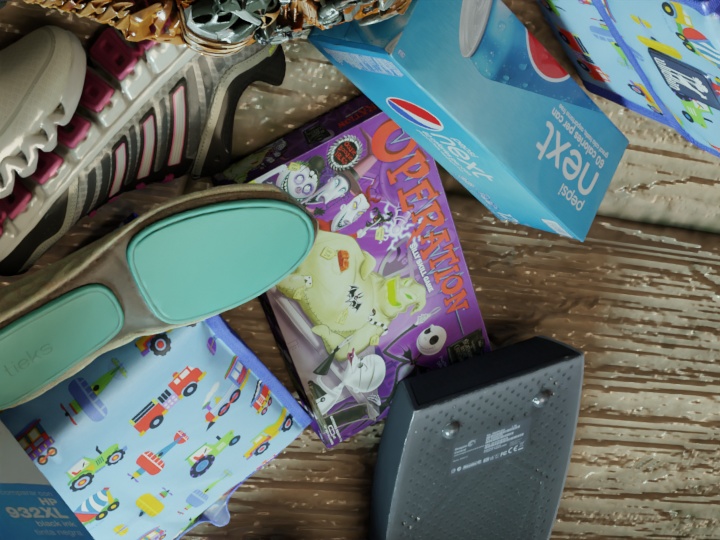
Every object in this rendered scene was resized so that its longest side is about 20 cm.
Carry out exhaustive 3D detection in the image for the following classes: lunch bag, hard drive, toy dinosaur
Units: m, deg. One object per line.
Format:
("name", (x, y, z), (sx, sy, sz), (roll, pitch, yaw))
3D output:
("lunch bag", (-0.116, 0.093, 1.065), (0.150, 0.094, 0.200), (-41, 140, -4))
("hard drive", (0.066, 0.131, 1.195), (0.134, 0.042, 0.201), (-17, 135, -25))
("toy dinosaur", (-0.053, -0.134, 0.868), (0.199, 0.102, 0.136), (-32, 167, -30))
("lunch bag", (0.170, -0.130, 0.988), (0.094, 0.200, 0.151), (-39, 131, -1))

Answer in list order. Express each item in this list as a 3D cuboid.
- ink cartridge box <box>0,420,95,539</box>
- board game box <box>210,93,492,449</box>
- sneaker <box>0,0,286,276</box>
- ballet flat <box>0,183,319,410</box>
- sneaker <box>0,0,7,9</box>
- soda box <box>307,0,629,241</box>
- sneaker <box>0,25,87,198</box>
("ink cartridge box", (-0.230, 0.130, 0.936), (0.083, 0.200, 0.146), (5, 118, -44))
("board game box", (0.000, 0.000, 1.101), (0.119, 0.032, 0.201), (-32, 130, -14))
("sneaker", (-0.111, -0.064, 0.964), (0.200, 0.074, 0.087), (-49, 124, 0))
("ballet flat", (-0.118, 0.002, 0.948), (0.198, 0.062, 0.068), (-24, 121, -10))
("sneaker", (-0.172, -0.179, 0.859), (0.199, 0.091, 0.076), (-35, 162, 22))
("soda box", (0.062, -0.095, 1.028), (0.200, 0.064, 0.068), (39, 74, -45))
("sneaker", (-0.218, -0.058, 0.914), (0.199, 0.075, 0.081), (-37, 122, -4))
